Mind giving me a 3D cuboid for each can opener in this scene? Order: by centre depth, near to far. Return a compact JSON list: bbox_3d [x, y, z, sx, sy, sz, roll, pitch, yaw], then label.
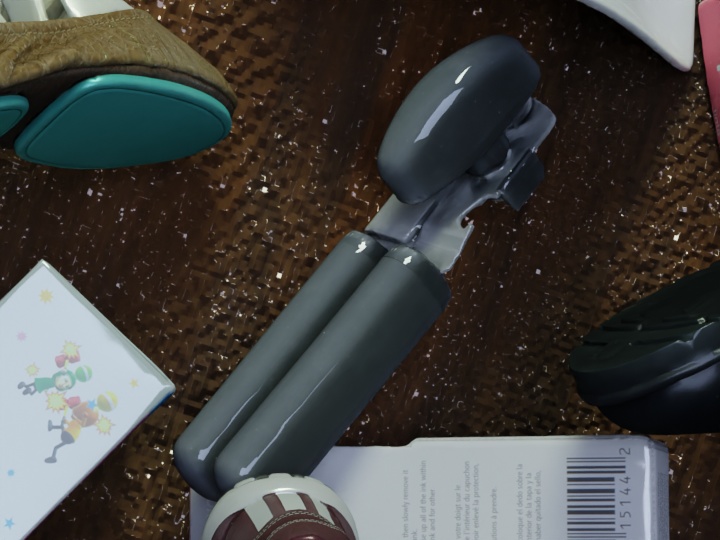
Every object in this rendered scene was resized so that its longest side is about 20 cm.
[{"bbox_3d":[0.000,0.000,0.961,0.066,0.053,0.200,46,72,-34],"label":"can opener"}]

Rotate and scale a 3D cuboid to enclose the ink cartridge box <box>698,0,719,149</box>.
[{"bbox_3d":[0.226,-0.085,0.948,0.145,0.200,0.085,-8,86,-12],"label":"ink cartridge box"}]

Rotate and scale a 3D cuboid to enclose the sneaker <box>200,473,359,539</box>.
[{"bbox_3d":[-0.021,0.174,0.872,0.075,0.116,0.201,-7,95,-8],"label":"sneaker"}]

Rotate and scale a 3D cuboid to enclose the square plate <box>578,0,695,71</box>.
[{"bbox_3d":[0.084,-0.186,0.955,0.028,0.198,0.201,-2,83,23],"label":"square plate"}]

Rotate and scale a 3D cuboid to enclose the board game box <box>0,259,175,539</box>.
[{"bbox_3d":[-0.159,0.094,0.879,0.064,0.148,0.200,44,78,-3],"label":"board game box"}]

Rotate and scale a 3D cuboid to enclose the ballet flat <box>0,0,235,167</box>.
[{"bbox_3d":[-0.125,-0.073,0.903,0.200,0.068,0.072,-9,70,-47],"label":"ballet flat"}]

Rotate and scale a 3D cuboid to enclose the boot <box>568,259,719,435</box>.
[{"bbox_3d":[0.176,0.070,0.950,0.200,0.076,0.168,-25,99,-40],"label":"boot"}]

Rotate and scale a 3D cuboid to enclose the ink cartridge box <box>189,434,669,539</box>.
[{"bbox_3d":[0.025,0.162,0.962,0.176,0.045,0.201,-1,83,14],"label":"ink cartridge box"}]
